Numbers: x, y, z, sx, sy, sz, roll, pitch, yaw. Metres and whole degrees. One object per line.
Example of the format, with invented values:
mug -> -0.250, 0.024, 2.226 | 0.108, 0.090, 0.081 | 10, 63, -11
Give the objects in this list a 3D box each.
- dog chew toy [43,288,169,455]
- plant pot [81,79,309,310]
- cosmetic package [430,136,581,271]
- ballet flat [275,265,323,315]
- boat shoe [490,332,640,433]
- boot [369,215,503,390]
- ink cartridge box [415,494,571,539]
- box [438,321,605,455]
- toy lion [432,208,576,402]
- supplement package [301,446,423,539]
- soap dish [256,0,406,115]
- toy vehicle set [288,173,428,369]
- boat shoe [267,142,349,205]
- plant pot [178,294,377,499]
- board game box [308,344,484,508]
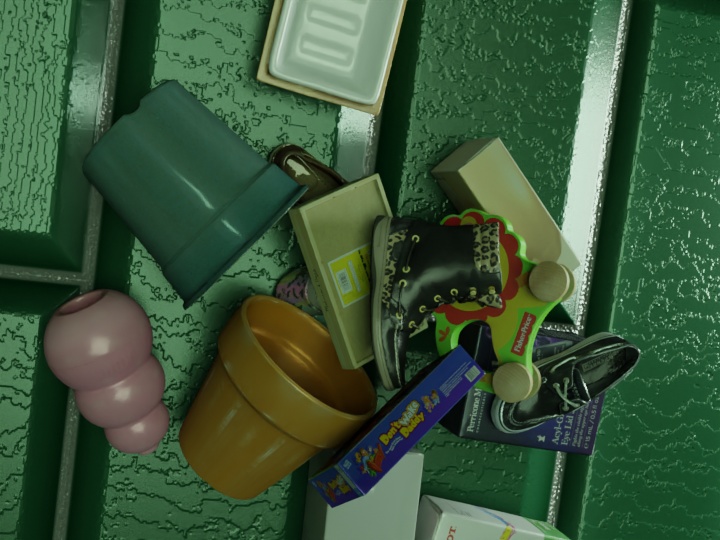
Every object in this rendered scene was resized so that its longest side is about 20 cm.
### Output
dog chew toy -> -0.285, 0.126, 1.154 | 0.124, 0.124, 0.202 | -23, 109, -12
plant pot -> -0.196, -0.095, 1.125 | 0.200, 0.200, 0.196 | -45, 96, -7
cosmetic package -> 0.185, -0.069, 1.267 | 0.071, 0.105, 0.201 | -39, 103, -10
ballet flat -> -0.005, 0.024, 1.241 | 0.198, 0.071, 0.070 | -1, 97, -15
boat shoe -> 0.255, 0.142, 1.217 | 0.199, 0.068, 0.072 | -25, 102, -11
boot -> 0.087, 0.035, 1.130 | 0.149, 0.073, 0.202 | -2, 80, 7
ink cartridge box -> 0.161, 0.396, 1.319 | 0.198, 0.084, 0.146 | 16, 91, -17
box -> 0.210, 0.148, 1.296 | 0.198, 0.104, 0.150 | 9, 94, -16
toy lion -> 0.148, 0.035, 1.191 | 0.190, 0.069, 0.202 | 21, 96, 22
supplement package -> -0.002, 0.310, 1.246 | 0.119, 0.121, 0.202 | 5, 95, -15
soap dish -> -0.031, -0.304, 1.194 | 0.156, 0.081, 0.202 | 13, 92, -16
toy vehicle set -> 0.000, 0.000, 1.174 | 0.124, 0.026, 0.202 | -25, 102, -34
boat shoe -> -0.030, -0.078, 1.221 | 0.202, 0.075, 0.075 | 36, 86, -16
plant pot -> -0.112, 0.163, 1.170 | 0.200, 0.200, 0.184 | 36, 107, -16
board game box -> 0.039, 0.179, 1.128 | 0.200, 0.134, 0.045 | -41, 87, -25
